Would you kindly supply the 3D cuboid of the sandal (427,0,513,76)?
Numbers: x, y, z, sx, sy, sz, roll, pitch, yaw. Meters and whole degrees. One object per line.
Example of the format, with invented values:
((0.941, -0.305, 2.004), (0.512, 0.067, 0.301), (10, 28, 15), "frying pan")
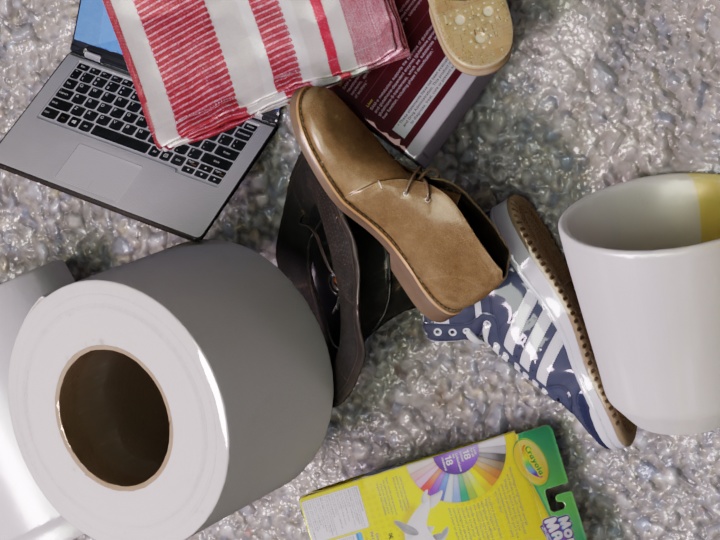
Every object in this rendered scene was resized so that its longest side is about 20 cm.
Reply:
((0.053, -0.242, 1.527), (0.077, 0.070, 0.212), (-23, 76, -4), "sandal")

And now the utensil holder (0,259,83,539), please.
((-0.262, 0.113, 1.744), (0.169, 0.170, 0.201), (-26, 90, 27), "utensil holder")

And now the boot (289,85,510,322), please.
((0.030, -0.059, 1.538), (0.075, 0.074, 0.200), (-28, 109, 37), "boot")

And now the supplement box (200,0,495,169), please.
((-0.004, -0.176, 1.589), (0.200, 0.061, 0.109), (38, 93, 9), "supplement box")

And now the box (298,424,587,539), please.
((0.065, 0.196, 1.649), (0.199, 0.048, 0.118), (-17, 83, 5), "box")

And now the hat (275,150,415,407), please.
((0.000, 0.000, 1.634), (0.081, 0.201, 0.202), (-11, 103, -17), "hat")

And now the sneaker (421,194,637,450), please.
((0.119, 0.056, 1.613), (0.108, 0.070, 0.201), (-29, 85, 22), "sneaker")

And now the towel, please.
((-0.078, -0.185, 1.561), (0.199, 0.023, 0.145), (-21, 83, 9), "towel")

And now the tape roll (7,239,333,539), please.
((-0.139, 0.089, 1.599), (0.202, 0.139, 0.204), (10, 109, 30), "tape roll")

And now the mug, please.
((0.237, 0.030, 1.520), (0.186, 0.149, 0.154), (3, 114, 29), "mug")

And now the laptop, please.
((-0.159, -0.155, 1.654), (0.187, 0.200, 0.116), (20, 145, 17), "laptop")
